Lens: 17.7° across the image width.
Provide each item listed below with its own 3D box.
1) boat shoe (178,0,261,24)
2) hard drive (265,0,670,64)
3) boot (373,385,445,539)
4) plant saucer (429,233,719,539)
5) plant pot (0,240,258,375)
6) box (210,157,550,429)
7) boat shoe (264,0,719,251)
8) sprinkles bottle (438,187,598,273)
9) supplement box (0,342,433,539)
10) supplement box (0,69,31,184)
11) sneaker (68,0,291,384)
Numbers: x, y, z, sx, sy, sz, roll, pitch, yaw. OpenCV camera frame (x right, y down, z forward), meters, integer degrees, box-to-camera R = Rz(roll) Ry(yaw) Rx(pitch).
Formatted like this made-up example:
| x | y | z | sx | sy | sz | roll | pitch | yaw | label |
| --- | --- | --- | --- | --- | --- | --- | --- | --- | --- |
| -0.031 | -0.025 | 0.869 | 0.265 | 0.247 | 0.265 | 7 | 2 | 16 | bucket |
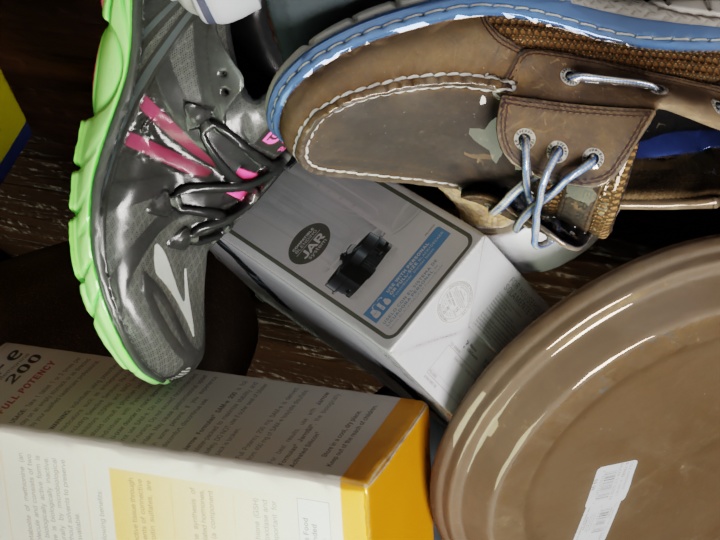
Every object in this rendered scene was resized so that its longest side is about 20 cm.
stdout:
| x | y | z | sx | sy | sz | roll | pitch | yaw | label |
| --- | --- | --- | --- | --- | --- | --- | --- | --- | --- |
| -0.088 | -0.137 | 0.768 | 0.201 | 0.069 | 0.071 | -118 | 8 | -45 | boat shoe |
| 0.030 | -0.125 | 0.749 | 0.138 | 0.033 | 0.200 | -16 | 147 | 0 | hard drive |
| 0.019 | 0.156 | 1.088 | 0.201 | 0.167 | 0.076 | 59 | 179 | 7 | boot |
| 0.123 | 0.067 | 0.941 | 0.030 | 0.199 | 0.201 | 60 | 178 | 39 | plant saucer |
| -0.144 | 0.062 | 1.155 | 0.186 | 0.200 | 0.188 | 20 | 130 | 26 | plant pot |
| 0.000 | 0.000 | 0.988 | 0.200 | 0.060 | 0.117 | 32 | 170 | 47 | box |
| 0.069 | -0.049 | 0.778 | 0.198 | 0.073 | 0.072 | -6 | 146 | -14 | boat shoe |
| 0.024 | -0.084 | 0.880 | 0.068 | 0.069 | 0.200 | -1 | 141 | 47 | sprinkles bottle |
| -0.071 | 0.110 | 0.961 | 0.198 | 0.074 | 0.127 | 7 | 118 | 21 | supplement box |
| -0.253 | -0.095 | 1.102 | 0.108 | 0.110 | 0.200 | 19 | 154 | 21 | supplement box |
| -0.065 | -0.049 | 0.919 | 0.083 | 0.202 | 0.077 | 10 | -168 | 14 | sneaker |
